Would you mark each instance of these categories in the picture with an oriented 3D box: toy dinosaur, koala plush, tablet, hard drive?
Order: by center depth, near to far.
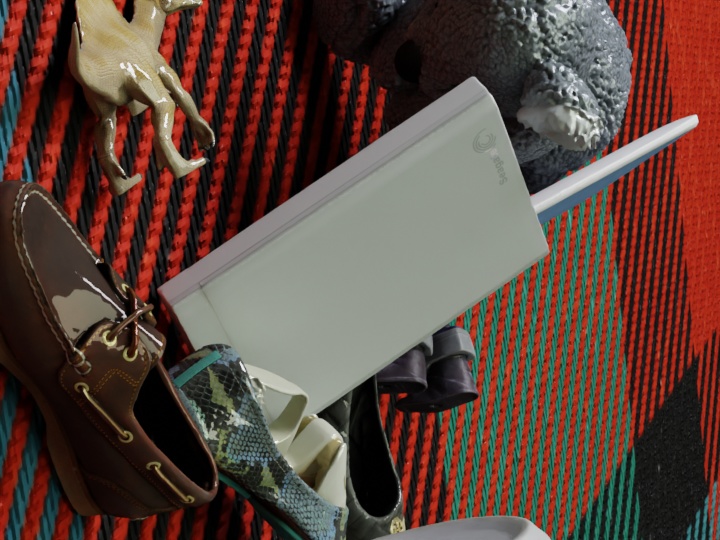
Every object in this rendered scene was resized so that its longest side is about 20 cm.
[{"bbox_3d":[-0.116,-0.090,1.270,0.200,0.058,0.102,-55,124,-71],"label":"toy dinosaur"},{"bbox_3d":[0.000,0.000,1.399,0.026,0.199,0.132,48,-12,42],"label":"hard drive"},{"bbox_3d":[0.081,-0.128,1.492,0.200,0.183,0.178,121,-44,-76],"label":"koala plush"},{"bbox_3d":[0.103,-0.035,1.564,0.200,0.130,0.014,-29,86,-38],"label":"tablet"}]

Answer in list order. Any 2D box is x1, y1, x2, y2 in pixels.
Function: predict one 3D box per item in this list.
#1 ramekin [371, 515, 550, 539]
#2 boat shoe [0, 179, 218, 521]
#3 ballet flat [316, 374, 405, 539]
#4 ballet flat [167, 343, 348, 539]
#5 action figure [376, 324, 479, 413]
[{"bbox_3d":[0.029,0.201,1.434,0.202,0.201,0.095,-24,100,-69],"label":"ramekin"},{"bbox_3d":[-0.119,0.035,1.203,0.201,0.070,0.071,67,29,-42],"label":"boat shoe"},{"bbox_3d":[0.001,0.094,1.549,0.067,0.056,0.201,-57,141,-55],"label":"ballet flat"},{"bbox_3d":[-0.043,0.097,1.377,0.200,0.074,0.075,48,44,-56],"label":"ballet flat"},{"bbox_3d":[0.031,-0.017,1.638,0.130,0.069,0.201,36,50,-57],"label":"action figure"}]
